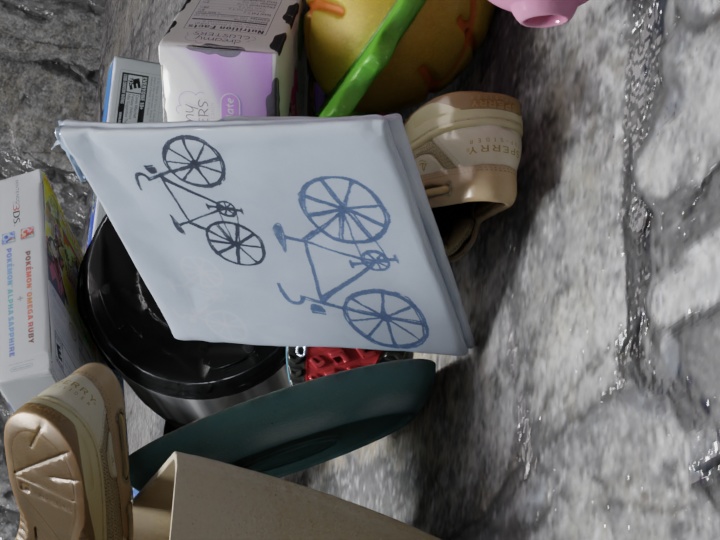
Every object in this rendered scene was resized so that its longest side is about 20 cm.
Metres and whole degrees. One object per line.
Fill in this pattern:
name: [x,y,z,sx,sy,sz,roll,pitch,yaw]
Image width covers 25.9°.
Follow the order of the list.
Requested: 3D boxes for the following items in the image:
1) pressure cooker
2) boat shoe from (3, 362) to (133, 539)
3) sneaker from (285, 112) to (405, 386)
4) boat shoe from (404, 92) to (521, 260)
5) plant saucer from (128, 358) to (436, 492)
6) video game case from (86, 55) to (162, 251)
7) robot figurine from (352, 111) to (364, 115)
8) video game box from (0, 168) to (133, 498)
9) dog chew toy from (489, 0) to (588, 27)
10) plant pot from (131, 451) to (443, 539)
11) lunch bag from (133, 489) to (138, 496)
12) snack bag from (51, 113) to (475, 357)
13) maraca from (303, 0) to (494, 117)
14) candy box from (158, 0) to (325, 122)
pressure cooker: [-0.107,0.032,1.163,0.179,0.175,0.200,55,173,15]
boat shoe: [-0.153,0.143,0.874,0.065,0.071,0.201,-46,-28,-47]
sneaker: [0.000,0.000,1.045,0.096,0.079,0.202,150,135,-84]
boat shoe: [0.034,-0.038,0.893,0.200,0.071,0.065,137,132,-68]
plant saucer: [-0.045,0.100,0.928,0.028,0.198,0.200,70,157,12]
video game case: [-0.133,-0.065,1.318,0.045,0.179,0.202,161,116,-74]
robot figurine: [-0.041,-0.150,1.151,0.200,0.115,0.177,121,157,-55]
video game box: [-0.217,0.060,1.143,0.201,0.046,0.183,75,-176,-50]
dog chew toy: [0.084,-0.218,0.751,0.124,0.123,0.202,158,110,-72]
plant pot: [-0.038,0.223,0.844,0.200,0.175,0.202,133,143,-67]
lunch bag: [-0.185,0.248,1.221,0.201,0.082,0.161,-53,11,-9]
snack bag: [-0.049,-0.017,0.862,0.189,0.198,0.022,66,-147,-45]
maraca: [0.015,-0.142,0.913,0.201,0.106,0.137,-61,6,-35]
candy box: [-0.068,-0.100,0.979,0.201,0.071,0.169,-77,-10,-58]
